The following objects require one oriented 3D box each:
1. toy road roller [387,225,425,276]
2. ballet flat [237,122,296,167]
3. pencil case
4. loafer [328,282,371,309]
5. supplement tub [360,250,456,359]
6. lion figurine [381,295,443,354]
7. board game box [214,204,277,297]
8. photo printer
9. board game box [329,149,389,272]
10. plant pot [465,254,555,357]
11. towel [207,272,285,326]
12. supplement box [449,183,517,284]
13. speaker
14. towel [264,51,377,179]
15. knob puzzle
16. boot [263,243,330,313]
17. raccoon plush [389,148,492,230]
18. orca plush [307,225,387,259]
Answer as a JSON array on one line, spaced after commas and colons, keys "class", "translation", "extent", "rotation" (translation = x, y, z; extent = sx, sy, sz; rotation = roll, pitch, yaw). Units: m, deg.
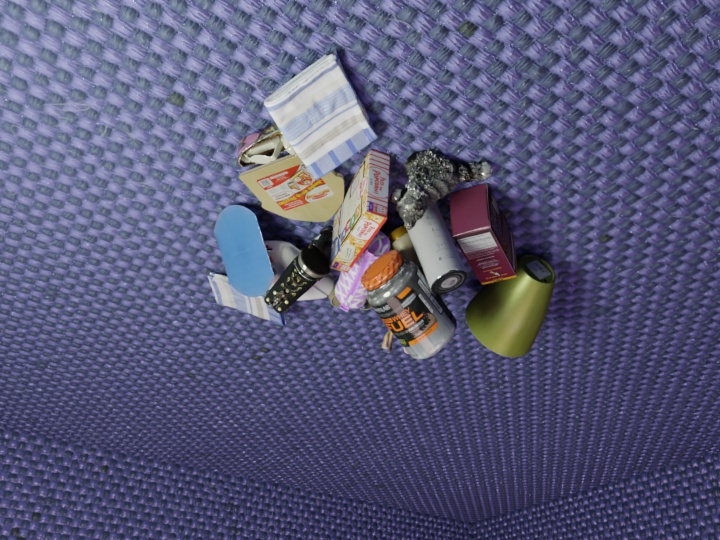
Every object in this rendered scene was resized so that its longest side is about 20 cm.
[{"class": "toy road roller", "translation": [0.115, -0.010, 1.496], "extent": [0.144, 0.124, 0.201], "rotation": [-21, 160, -33]}, {"class": "ballet flat", "translation": [-0.146, -0.235, 1.228], "extent": [0.196, 0.073, 0.069], "rotation": [-18, 142, 28]}, {"class": "pencil case", "translation": [0.000, 0.000, 1.457], "extent": [0.083, 0.086, 0.202], "rotation": [29, 136, 7]}, {"class": "loafer", "translation": [-0.007, 0.062, 1.669], "extent": [0.197, 0.070, 0.075], "rotation": [-20, 142, 41]}, {"class": "supplement tub", "translation": [0.095, 0.067, 1.353], "extent": [0.121, 0.123, 0.201], "rotation": [-27, 109, 38]}, {"class": "lion figurine", "translation": [0.119, 0.110, 1.477], "extent": [0.071, 0.126, 0.199], "rotation": [18, -166, 27]}, {"class": "board game box", "translation": [-0.243, -0.045, 1.468], "extent": [0.156, 0.205, 0.039], "rotation": [-12, -173, 43]}, {"class": "photo printer", "translation": [-0.180, -0.001, 1.565], "extent": [0.164, 0.071, 0.199], "rotation": [-4, 150, 39]}, {"class": "board game box", "translation": [-0.004, -0.114, 1.332], "extent": [0.045, 0.155, 0.201], "rotation": [15, 146, -16]}, {"class": "plant pot", "translation": [0.371, 0.065, 1.593], "extent": [0.182, 0.190, 0.202], "rotation": [11, 131, -15]}, {"class": "towel", "translation": [-0.286, 0.076, 1.701], "extent": [0.195, 0.024, 0.148], "rotation": [19, 150, 10]}, {"class": "supplement box", "translation": [0.261, -0.072, 1.421], "extent": [0.084, 0.113, 0.200], "rotation": [-13, 144, 23]}, {"class": "speaker", "translation": [0.144, -0.060, 1.357], "extent": [0.079, 0.203, 0.082], "rotation": [-15, 150, -9]}, {"class": "towel", "translation": [-0.062, -0.259, 1.162], "extent": [0.145, 0.024, 0.201], "rotation": [-33, 139, 2]}, {"class": "knob puzzle", "translation": [-0.118, -0.166, 1.370], "extent": [0.213, 0.031, 0.222], "rotation": [1, 146, 1]}, {"class": "boot", "translation": [-0.134, 0.028, 1.387], "extent": [0.073, 0.204, 0.154], "rotation": [42, 98, -5]}, {"class": "raccoon plush", "translation": [0.153, -0.153, 1.279], "extent": [0.195, 0.137, 0.097], "rotation": [-7, 146, 14]}, {"class": "orca plush", "translation": [-0.031, -0.045, 1.514], "extent": [0.194, 0.073, 0.106], "rotation": [-4, 147, 9]}]
